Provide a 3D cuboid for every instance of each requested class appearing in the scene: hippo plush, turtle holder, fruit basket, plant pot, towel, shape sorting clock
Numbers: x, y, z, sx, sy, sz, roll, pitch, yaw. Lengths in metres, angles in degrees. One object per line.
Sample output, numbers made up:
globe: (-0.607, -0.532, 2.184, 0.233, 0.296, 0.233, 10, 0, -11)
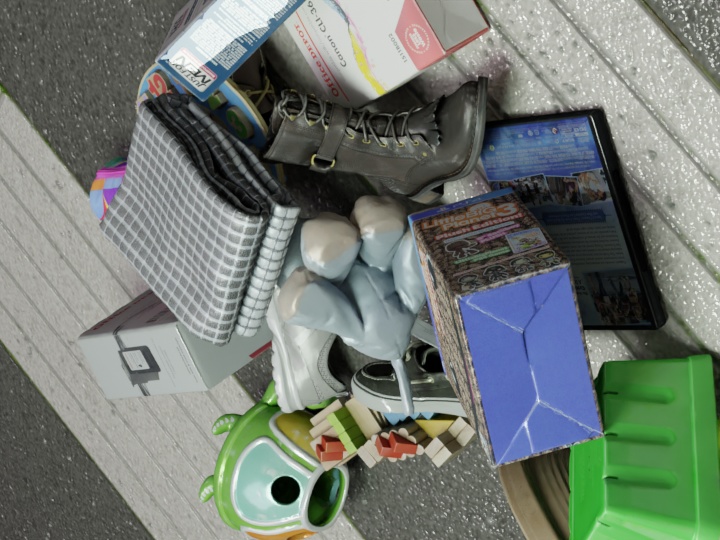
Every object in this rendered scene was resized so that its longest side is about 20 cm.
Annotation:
hippo plush: (0.000, 0.000, 1.677, 0.200, 0.159, 0.161, 38, -179, -26)
turtle holder: (-0.073, 0.206, 1.904, 0.132, 0.186, 0.141, 19, 160, 40)
fruit basket: (0.284, 0.175, 1.462, 0.216, 0.216, 0.156, 42, 140, 20)
plant pot: (0.216, 0.229, 1.583, 0.093, 0.201, 0.201, -35, 87, 11)
towel: (-0.154, -0.050, 1.629, 0.200, 0.086, 0.166, 45, 136, 31)
shape sorting clock: (-0.148, -0.113, 1.704, 0.200, 0.039, 0.200, 29, 133, 36)

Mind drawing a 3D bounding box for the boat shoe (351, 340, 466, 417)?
boat shoe: (0.071, 0.099, 1.711, 0.200, 0.071, 0.064, 1, 117, 38)

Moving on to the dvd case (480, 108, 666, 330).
dvd case: (0.180, -0.040, 1.530, 0.143, 0.018, 0.200, -2, 113, 48)

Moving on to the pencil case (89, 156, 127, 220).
pencil case: (-0.206, -0.087, 1.872, 0.200, 0.088, 0.088, -4, 112, 49)

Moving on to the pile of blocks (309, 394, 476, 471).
pile of blocks: (0.023, 0.159, 1.768, 0.200, 0.062, 0.082, -8, 98, 33)

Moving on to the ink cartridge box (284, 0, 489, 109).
ink cartridge box: (0.007, -0.213, 1.559, 0.200, 0.067, 0.117, -28, 94, 52)

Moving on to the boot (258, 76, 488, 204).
boot: (0.008, -0.123, 1.537, 0.174, 0.069, 0.200, 15, 150, -15)

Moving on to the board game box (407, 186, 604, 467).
board game box: (0.119, 0.043, 1.479, 0.200, 0.097, 0.160, -115, 10, -68)

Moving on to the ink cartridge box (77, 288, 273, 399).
ink cartridge box: (-0.189, 0.067, 1.907, 0.200, 0.145, 0.083, -9, 110, 50)

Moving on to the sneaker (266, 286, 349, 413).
sneaker: (-0.057, 0.045, 1.824, 0.075, 0.082, 0.200, -89, -9, -76)

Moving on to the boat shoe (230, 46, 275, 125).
boat shoe: (-0.111, -0.162, 1.723, 0.060, 0.072, 0.200, 25, 130, 32)

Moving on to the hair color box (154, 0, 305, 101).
hair color box: (-0.088, -0.249, 1.546, 0.061, 0.100, 0.200, 41, 118, -17)
